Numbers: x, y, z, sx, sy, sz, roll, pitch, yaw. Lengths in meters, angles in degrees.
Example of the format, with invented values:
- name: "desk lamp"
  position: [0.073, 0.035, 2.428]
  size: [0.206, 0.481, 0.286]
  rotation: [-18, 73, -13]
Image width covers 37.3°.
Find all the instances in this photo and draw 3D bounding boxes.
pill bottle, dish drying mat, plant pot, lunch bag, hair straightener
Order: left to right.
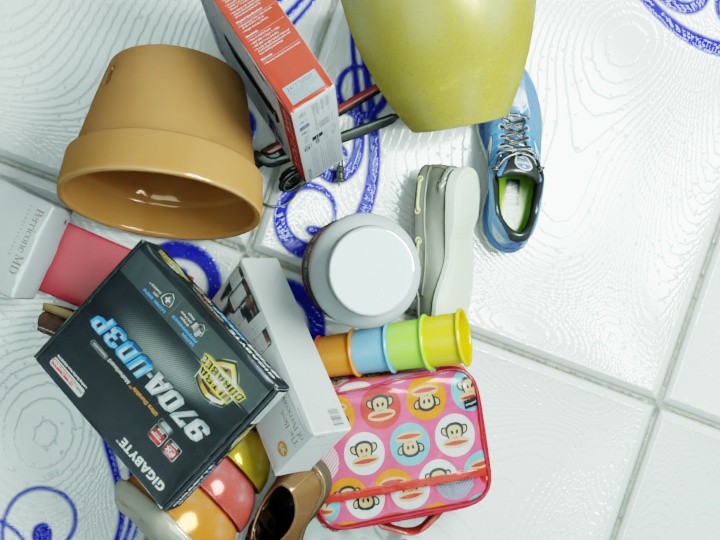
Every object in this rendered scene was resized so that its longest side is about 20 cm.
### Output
- name: "dish drying mat"
  position: [-0.279, 0.003, 1.114]
  size: [0.198, 0.018, 0.078]
  rotation: [24, 87, -8]
- name: "plant pot"
  position: [-0.187, -0.127, 1.045]
  size: [0.197, 0.200, 0.142]
  rotation: [7, 75, -7]
- name: "hair straightener"
  position: [-0.043, -0.122, 1.129]
  size: [0.198, 0.041, 0.078]
  rotation: [-29, 94, -6]
- name: "pill bottle"
  position: [0.000, 0.000, 1.058]
  size: [0.109, 0.200, 0.113]
  rotation: [0, 90, -7]
- name: "lunch bag"
  position: [0.036, 0.195, 1.131]
  size: [0.197, 0.082, 0.179]
  rotation: [-10, 96, -4]
- name: "plant pot"
  position: [0.089, -0.219, 1.074]
  size: [0.197, 0.200, 0.144]
  rotation: [-12, 101, -7]

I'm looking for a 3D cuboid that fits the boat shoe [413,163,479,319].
- name: "boat shoe"
  position: [0.083, -0.012, 1.139]
  size: [0.060, 0.072, 0.205]
  rotation: [13, 104, 32]

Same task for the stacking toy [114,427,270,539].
- name: "stacking toy"
  position: [-0.140, 0.209, 1.100]
  size: [0.146, 0.146, 0.200]
  rotation: [47, 67, -6]

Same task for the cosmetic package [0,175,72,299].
- name: "cosmetic package"
  position: [-0.401, -0.059, 1.058]
  size: [0.198, 0.071, 0.103]
  rotation: [25, 89, 0]

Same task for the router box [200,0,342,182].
- name: "router box"
  position: [-0.087, -0.197, 1.024]
  size: [0.049, 0.200, 0.181]
  rotation: [-32, 78, -6]

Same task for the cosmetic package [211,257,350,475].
- name: "cosmetic package"
  position: [-0.085, 0.093, 1.060]
  size: [0.050, 0.083, 0.202]
  rotation: [-3, 56, -39]

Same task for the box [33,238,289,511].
- name: "box"
  position: [-0.188, 0.097, 1.009]
  size: [0.159, 0.046, 0.200]
  rotation: [-45, 77, 4]

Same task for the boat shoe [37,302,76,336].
- name: "boat shoe"
  position: [-0.242, 0.096, 1.094]
  size: [0.198, 0.070, 0.071]
  rotation: [23, 84, -7]

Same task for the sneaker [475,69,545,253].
- name: "sneaker"
  position: [0.168, -0.121, 1.132]
  size: [0.077, 0.089, 0.204]
  rotation: [-2, 89, -7]

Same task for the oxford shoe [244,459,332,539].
- name: "oxford shoe"
  position: [-0.096, 0.281, 1.092]
  size: [0.071, 0.071, 0.202]
  rotation: [29, 115, 20]

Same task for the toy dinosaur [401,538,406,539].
- name: "toy dinosaur"
  position: [0.013, 0.342, 1.126]
  size: [0.198, 0.076, 0.104]
  rotation: [7, 68, -42]

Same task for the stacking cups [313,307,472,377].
- name: "stacking cups"
  position: [0.016, 0.084, 1.108]
  size: [0.197, 0.060, 0.062]
  rotation: [-11, 93, 20]
